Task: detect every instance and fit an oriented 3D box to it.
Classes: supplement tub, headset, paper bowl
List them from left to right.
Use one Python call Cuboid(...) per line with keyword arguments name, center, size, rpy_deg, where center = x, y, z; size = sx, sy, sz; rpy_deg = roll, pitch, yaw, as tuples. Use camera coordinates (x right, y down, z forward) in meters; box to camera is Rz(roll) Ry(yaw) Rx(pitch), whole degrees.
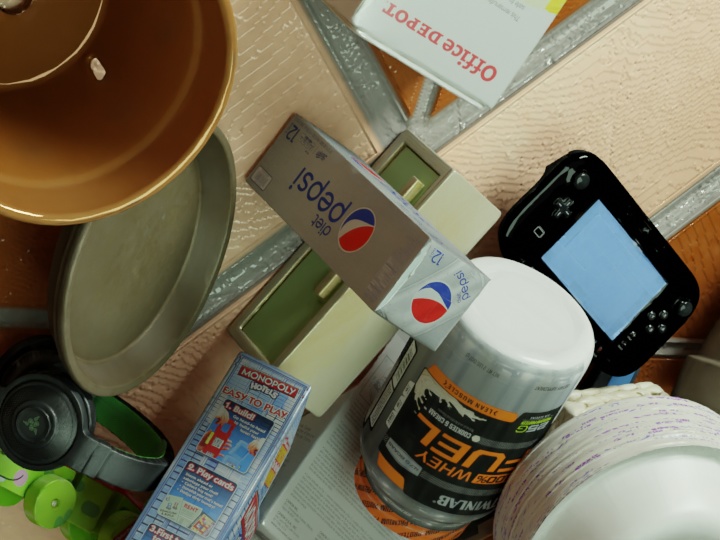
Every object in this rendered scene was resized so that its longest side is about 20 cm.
Cuboid(name="headset", center=(-0.211, 0.078, 1.554), size=(0.200, 0.124, 0.094), rpy_deg=(28, 101, -18))
Cuboid(name="supplement tub", center=(0.077, 0.099, 1.671), size=(0.122, 0.123, 0.200), rpy_deg=(2, 132, -31))
Cuboid(name="paper bowl", center=(0.205, 0.197, 1.654), size=(0.200, 0.104, 0.201), rpy_deg=(-10, 126, -14))

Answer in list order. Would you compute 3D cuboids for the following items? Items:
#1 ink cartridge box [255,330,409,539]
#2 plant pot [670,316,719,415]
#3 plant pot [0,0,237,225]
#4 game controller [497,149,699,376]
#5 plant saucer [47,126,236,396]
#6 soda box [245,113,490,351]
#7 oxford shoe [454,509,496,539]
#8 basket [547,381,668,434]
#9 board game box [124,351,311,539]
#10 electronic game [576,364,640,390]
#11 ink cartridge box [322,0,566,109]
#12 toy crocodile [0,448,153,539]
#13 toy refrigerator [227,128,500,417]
Cuboid(name="ink cartridge box", center=(0.007, 0.151, 1.780), size=(0.200, 0.050, 0.161), rpy_deg=(-56, 133, -16))
Cuboid(name="plant pot", center=(0.371, 0.055, 1.852), size=(0.200, 0.200, 0.174), rpy_deg=(17, 91, -37))
Cuboid(name="plant pot", center=(-0.194, -0.146, 1.411), size=(0.200, 0.140, 0.200), rpy_deg=(-14, 123, -23))
Cuboid(name="game controller", center=(0.182, -0.003, 1.741), size=(0.104, 0.042, 0.200), rpy_deg=(-51, 127, -9))
Cuboid(name="plant saucer", center=(-0.149, -0.012, 1.535), size=(0.200, 0.029, 0.200), rpy_deg=(-46, 148, -41))
Cuboid(name="soda box", center=(0.002, -0.028, 1.557), size=(0.068, 0.200, 0.063), rpy_deg=(33, 98, -41))
Cuboid(name="oxford shoe", center=(0.105, 0.207, 1.777), size=(0.071, 0.200, 0.071), rpy_deg=(34, 62, -14))
Cuboid(name="basket", center=(0.196, 0.197, 1.817), size=(0.135, 0.123, 0.200), rpy_deg=(-4, 130, -40))
Cuboid(name="board game box", center=(-0.104, 0.169, 1.616), size=(0.200, 0.062, 0.200), rpy_deg=(-61, 172, -17))
Cuboid(name="electronic game", center=(0.146, 0.068, 1.795), size=(0.200, 0.042, 0.200), rpy_deg=(-16, 123, -27))
Cuboid(name="ink cartridge box", center=(0.078, -0.232, 1.556), size=(0.145, 0.083, 0.200), rpy_deg=(28, 101, -38))
Cuboid(name="toy crocodile", center=(-0.207, 0.160, 1.635), size=(0.200, 0.067, 0.062), rpy_deg=(34, 78, -41))
Cuboid(name="toy refrigerator", center=(0.000, 0.000, 1.655), size=(0.200, 0.076, 0.070), rpy_deg=(-47, 130, 3))
